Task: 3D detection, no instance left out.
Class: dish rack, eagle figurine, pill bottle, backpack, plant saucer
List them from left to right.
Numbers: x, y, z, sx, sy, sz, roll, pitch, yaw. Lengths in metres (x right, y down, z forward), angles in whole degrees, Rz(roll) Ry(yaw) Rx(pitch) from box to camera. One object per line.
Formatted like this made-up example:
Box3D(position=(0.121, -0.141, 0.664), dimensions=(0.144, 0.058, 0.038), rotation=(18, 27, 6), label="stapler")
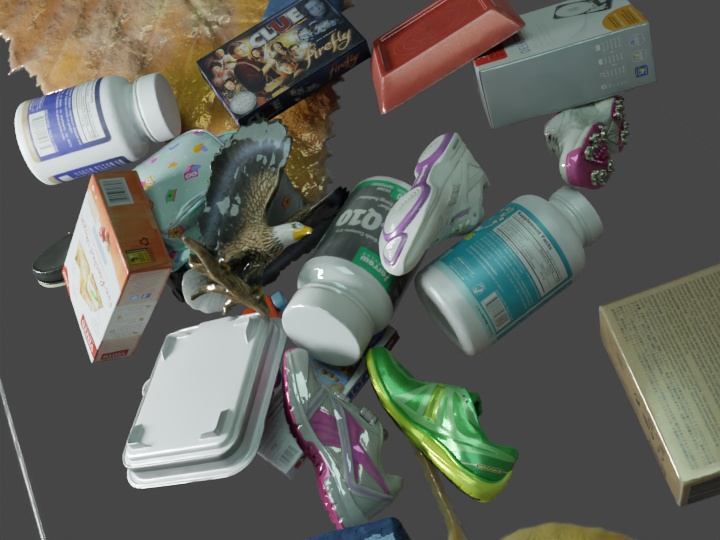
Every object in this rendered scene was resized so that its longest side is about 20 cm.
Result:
Box3D(position=(-0.355, -0.200, 1.275), dimensions=(0.198, 0.120, 0.121), rotation=(-14, 57, 7), label="pill bottle")
Box3D(position=(-0.172, 0.128, 0.994), dimensions=(0.170, 0.044, 0.201), rotation=(-14, 43, 27), label="dish rack")
Box3D(position=(-0.180, -0.081, 1.132), dimensions=(0.199, 0.154, 0.176), rotation=(-36, 44, -16), label="backpack")
Box3D(position=(-0.106, -0.044, 1.024), dimensions=(0.150, 0.152, 0.201), rotation=(12, 49, 7), label="eagle figurine")
Box3D(position=(0.000, 0.000, 1.027), dimensions=(0.112, 0.114, 0.201), rotation=(12, 51, 23), label="pill bottle")
Box3D(position=(0.094, -0.295, 1.173), dimensions=(0.199, 0.037, 0.200), rotation=(-31, 27, 13), label="plant saucer")
Box3D(position=(0.164, -0.006, 1.006), dimensions=(0.199, 0.111, 0.111), rotation=(-36, 56, -7), label="pill bottle")

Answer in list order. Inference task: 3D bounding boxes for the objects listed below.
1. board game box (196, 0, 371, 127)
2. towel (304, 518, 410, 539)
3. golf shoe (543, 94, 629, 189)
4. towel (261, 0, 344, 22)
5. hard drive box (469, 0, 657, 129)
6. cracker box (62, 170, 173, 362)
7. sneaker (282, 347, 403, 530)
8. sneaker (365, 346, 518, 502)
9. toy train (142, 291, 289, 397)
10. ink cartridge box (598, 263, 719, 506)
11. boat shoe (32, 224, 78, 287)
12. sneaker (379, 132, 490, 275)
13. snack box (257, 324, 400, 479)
Box3D(position=(-0.105, -0.282, 1.242), dimensions=(0.199, 0.035, 0.136), rotation=(-33, 57, -6), label="board game box")
Box3D(position=(-0.043, 0.288, 0.881), dimensions=(0.198, 0.112, 0.049), rotation=(-17, 49, 6), label="towel")
Box3D(position=(0.247, -0.142, 1.060), dimensions=(0.091, 0.076, 0.200), rotation=(-1, 25, 28), label="golf shoe")
Box3D(position=(-0.094, -0.325, 1.315), dimensions=(0.111, 0.049, 0.201), rotation=(7, 61, 19), label="towel")
Box3D(position=(0.236, -0.259, 1.125), dimensions=(0.198, 0.077, 0.156), rotation=(-16, 30, 7), label="hard drive box")
Box3D(position=(-0.287, -0.001, 1.080), dimensions=(0.057, 0.200, 0.135), rotation=(-10, 61, -33), label="cracker box")
Box3D(position=(-0.021, 0.168, 0.966), dimensions=(0.088, 0.081, 0.201), rotation=(-23, 80, -13), label="sneaker")
Box3D(position=(0.082, 0.148, 0.963), dimensions=(0.084, 0.074, 0.200), rotation=(-42, 67, -8), label="sneaker")
Box3D(position=(-0.149, 0.119, 1.064), dimensions=(0.199, 0.056, 0.150), rotation=(-36, 38, 1), label="toy train")
Box3D(position=(0.346, 0.104, 0.906), dimensions=(0.163, 0.075, 0.201), rotation=(-19, 56, 4), label="ink cartridge box")
Box3D(position=(-0.345, -0.049, 1.217), dimensions=(0.200, 0.063, 0.074), rotation=(-29, 58, 0), label="boat shoe")
Box3D(position=(0.089, -0.060, 0.995), dimensions=(0.075, 0.100, 0.201), rotation=(-25, 28, 48), label="sneaker")
Box3D(position=(-0.043, 0.130, 1.038), dimensions=(0.072, 0.024, 0.200), rotation=(29, 72, 30), label="snack box")
